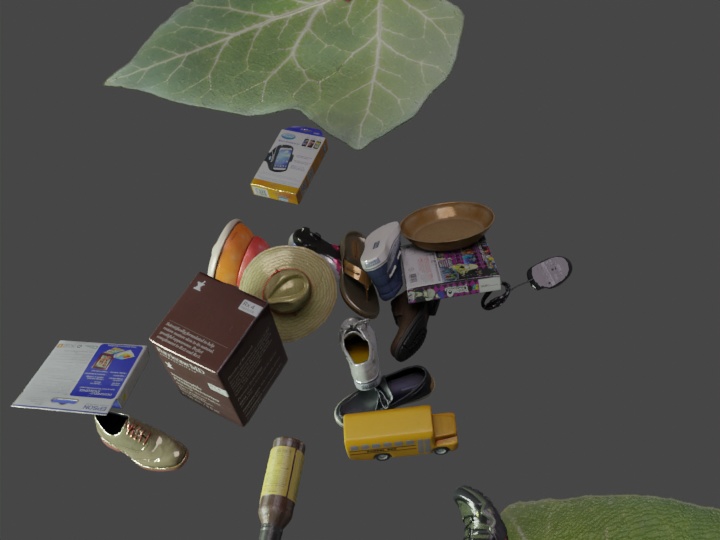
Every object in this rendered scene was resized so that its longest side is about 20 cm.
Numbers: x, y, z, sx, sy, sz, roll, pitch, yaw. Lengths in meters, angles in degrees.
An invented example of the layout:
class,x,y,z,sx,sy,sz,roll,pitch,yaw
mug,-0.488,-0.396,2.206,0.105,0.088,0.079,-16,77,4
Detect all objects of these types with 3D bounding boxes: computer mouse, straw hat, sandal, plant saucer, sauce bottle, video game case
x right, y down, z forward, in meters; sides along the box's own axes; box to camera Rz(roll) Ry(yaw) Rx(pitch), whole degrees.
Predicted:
class,x,y,z,sx,sy,sz,roll,pitch,yaw
computer mouse,0.326,0.029,1.726,0.196,0.034,0.060,-23,70,-1
straw hat,-0.141,0.039,1.702,0.196,0.085,0.206,0,86,-5
sandal,0.000,0.000,1.727,0.079,0.054,0.204,9,56,-24
plant saucer,0.177,-0.085,1.789,0.195,0.036,0.201,-8,25,4
sauce bottle,-0.142,0.390,1.513,0.063,0.065,0.203,3,54,12
video game case,0.171,-0.008,1.717,0.177,0.037,0.201,-9,26,2

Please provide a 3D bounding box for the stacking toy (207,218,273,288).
class,x,y,z,sx,sy,sz,roll,pitch,yaw
stacking toy,-0.202,-0.004,1.795,0.196,0.147,0.148,23,58,4

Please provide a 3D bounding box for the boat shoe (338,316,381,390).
class,x,y,z,sx,sy,sz,roll,pitch,yaw
boat shoe,-0.009,0.129,1.636,0.073,0.087,0.203,-16,32,3

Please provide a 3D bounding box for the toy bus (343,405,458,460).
class,x,y,z,sx,sy,sz,roll,pitch,yaw
toy bus,0.072,0.285,1.546,0.195,0.079,0.066,-7,53,5

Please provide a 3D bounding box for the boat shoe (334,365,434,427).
class,x,y,z,sx,sy,sz,roll,pitch,yaw
boat shoe,0.042,0.227,1.605,0.196,0.063,0.076,-21,55,-4

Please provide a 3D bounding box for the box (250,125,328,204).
class,x,y,z,sx,sy,sz,roll,pitch,yaw
box,-0.156,-0.246,2.000,0.117,0.042,0.202,13,55,19

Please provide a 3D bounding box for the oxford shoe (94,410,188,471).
class,x,y,z,sx,sy,sz,roll,pitch,yaw
oxford shoe,-0.408,0.311,1.610,0.196,0.075,0.071,13,57,19

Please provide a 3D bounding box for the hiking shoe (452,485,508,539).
class,x,y,z,sx,sy,sz,roll,pitch,yaw
hiking shoe,0.191,0.442,1.412,0.099,0.076,0.201,-25,55,-13

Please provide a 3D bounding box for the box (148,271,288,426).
class,x,y,z,sx,sy,sz,roll,pitch,yaw
box,-0.256,0.147,1.626,0.163,0.202,0.165,21,60,24

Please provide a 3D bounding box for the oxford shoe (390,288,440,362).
class,x,y,z,sx,sy,sz,roll,pitch,yaw
oxford shoe,0.090,0.095,1.692,0.083,0.074,0.201,10,44,19

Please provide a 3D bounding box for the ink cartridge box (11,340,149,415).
class,x,y,z,sx,sy,sz,roll,pitch,yaw
ink cartridge box,-0.531,0.215,1.685,0.193,0.048,0.202,3,36,10

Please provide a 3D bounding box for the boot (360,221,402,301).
class,x,y,z,sx,sy,sz,roll,pitch,yaw
boot,0.051,-0.019,1.716,0.071,0.092,0.201,-18,19,22

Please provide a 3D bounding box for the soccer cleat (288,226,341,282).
class,x,y,z,sx,sy,sz,roll,pitch,yaw
soccer cleat,-0.061,-0.014,1.802,0.198,0.087,0.070,31,50,2
